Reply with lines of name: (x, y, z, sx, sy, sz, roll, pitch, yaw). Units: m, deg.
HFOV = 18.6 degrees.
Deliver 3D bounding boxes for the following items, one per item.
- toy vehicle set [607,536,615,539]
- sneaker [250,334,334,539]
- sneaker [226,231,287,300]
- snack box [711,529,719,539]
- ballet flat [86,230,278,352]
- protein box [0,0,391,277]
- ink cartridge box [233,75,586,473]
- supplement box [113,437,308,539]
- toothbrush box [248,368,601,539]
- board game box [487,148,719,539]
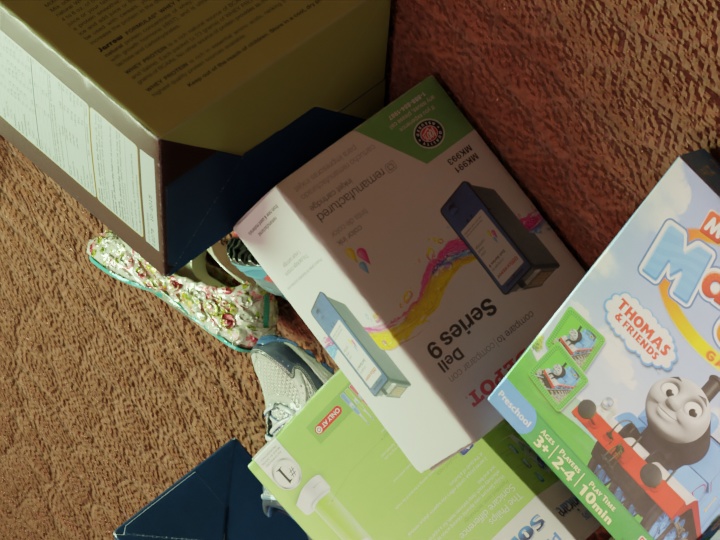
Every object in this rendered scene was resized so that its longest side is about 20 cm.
toy vehicle set: (0.190, 0.273, 1.588, 0.124, 0.026, 0.200, 47, 152, 11)
sneaker: (-0.039, 0.144, 1.640, 0.077, 0.085, 0.200, -1, 118, 58)
sneaker: (0.000, 0.000, 1.542, 0.200, 0.079, 0.096, 16, 157, 48)
snack box: (0.279, 0.163, 1.284, 0.200, 0.068, 0.169, 8, 128, 55)
ballet flat: (-0.136, -0.002, 1.748, 0.200, 0.076, 0.064, 28, 113, 31)
protein box: (-0.119, -0.144, 1.399, 0.200, 0.198, 0.135, 39, 149, 24)
ink cartridge box: (0.042, 0.003, 1.378, 0.200, 0.145, 0.087, 54, 151, 1)
supplement box: (-0.094, 0.286, 1.875, 0.200, 0.134, 0.200, 48, 163, 18)
toothbrush box: (0.046, 0.155, 1.533, 0.200, 0.086, 0.146, 47, 108, 12)
board game box: (0.181, 0.056, 1.239, 0.151, 0.037, 0.200, 47, 121, 19)
